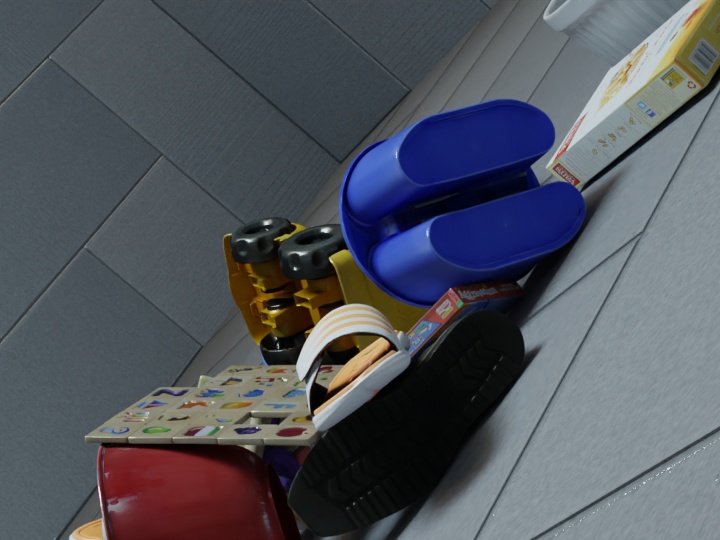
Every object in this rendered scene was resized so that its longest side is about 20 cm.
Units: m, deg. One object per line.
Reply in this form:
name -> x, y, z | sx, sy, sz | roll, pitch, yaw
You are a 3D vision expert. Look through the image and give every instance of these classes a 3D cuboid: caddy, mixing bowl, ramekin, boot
caddy -> 0.078, -0.051, 1.421 | 0.200, 0.142, 0.105 | -16, -8, -34
mixing bowl -> -0.100, 0.198, 1.264 | 0.108, 0.201, 0.200 | -18, 9, 2
ramekin -> 0.274, -0.276, 1.669 | 0.200, 0.105, 0.200 | -50, 7, 8
boot -> 0.027, 0.117, 1.289 | 0.200, 0.078, 0.138 | -38, -1, -14

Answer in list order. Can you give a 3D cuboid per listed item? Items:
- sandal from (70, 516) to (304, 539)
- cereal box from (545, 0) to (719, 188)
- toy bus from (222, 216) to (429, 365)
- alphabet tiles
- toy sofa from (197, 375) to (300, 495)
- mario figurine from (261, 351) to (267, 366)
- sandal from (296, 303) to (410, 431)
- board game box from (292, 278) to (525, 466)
sandal -> -0.141, 0.192, 1.484 | 0.206, 0.059, 0.079 | -8, 10, 13
cereal box -> 0.244, -0.160, 1.488 | 0.144, 0.040, 0.200 | -54, 7, -34
toy bus -> 0.000, 0.000, 1.604 | 0.192, 0.136, 0.200 | -29, 24, -29
alphabet tiles -> -0.084, 0.097, 1.318 | 0.167, 0.008, 0.200 | -1, 11, 18
toy sofa -> -0.079, 0.133, 1.501 | 0.200, 0.097, 0.083 | 10, -86, -83
mario figurine -> -0.080, 0.061, 1.766 | 0.123, 0.106, 0.200 | 0, 48, 34
sandal -> -0.011, 0.058, 1.245 | 0.079, 0.059, 0.207 | -38, 2, 5
board game box -> 0.038, 0.081, 1.413 | 0.200, 0.019, 0.103 | -47, -19, 26
